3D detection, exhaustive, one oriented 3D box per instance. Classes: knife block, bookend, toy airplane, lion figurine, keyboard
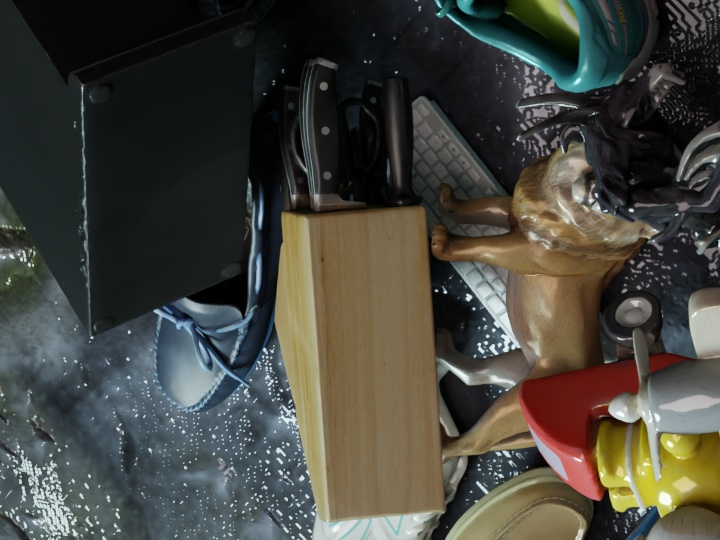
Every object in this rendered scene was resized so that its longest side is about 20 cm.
[{"bbox_3d":[0.000,0.000,1.104,0.064,0.201,0.176,-5,138,-11],"label":"knife block"},{"bbox_3d":[-0.141,-0.110,1.107,0.200,0.092,0.199,55,156,29],"label":"bookend"},{"bbox_3d":[0.185,0.098,1.029,0.200,0.142,0.199,36,150,-10],"label":"toy airplane"},{"bbox_3d":[0.097,0.019,1.124,0.122,0.073,0.201,4,121,6],"label":"lion figurine"},{"bbox_3d":[0.078,-0.001,1.166,0.056,0.011,0.200,-38,91,38],"label":"keyboard"}]

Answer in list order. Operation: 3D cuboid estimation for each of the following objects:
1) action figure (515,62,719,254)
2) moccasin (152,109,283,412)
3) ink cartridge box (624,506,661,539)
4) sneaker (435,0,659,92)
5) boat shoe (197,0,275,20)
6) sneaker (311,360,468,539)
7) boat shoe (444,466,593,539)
[{"bbox_3d":[0.173,-0.049,1.007,0.199,0.119,0.102,28,109,-12],"label":"action figure"},{"bbox_3d":[-0.086,0.000,1.229,0.080,0.068,0.201,27,124,17],"label":"moccasin"},{"bbox_3d":[0.124,0.219,1.180,0.068,0.116,0.200,39,127,6],"label":"ink cartridge box"},{"bbox_3d":[0.055,-0.158,1.059,0.200,0.080,0.078,37,127,11],"label":"sneaker"},{"bbox_3d":[-0.052,-0.217,1.084,0.091,0.070,0.201,56,143,35],"label":"boat shoe"},{"bbox_3d":[0.017,0.126,1.229,0.080,0.070,0.202,6,115,26],"label":"sneaker"},{"bbox_3d":[0.064,0.196,1.209,0.074,0.067,0.200,25,116,-21],"label":"boat shoe"}]
